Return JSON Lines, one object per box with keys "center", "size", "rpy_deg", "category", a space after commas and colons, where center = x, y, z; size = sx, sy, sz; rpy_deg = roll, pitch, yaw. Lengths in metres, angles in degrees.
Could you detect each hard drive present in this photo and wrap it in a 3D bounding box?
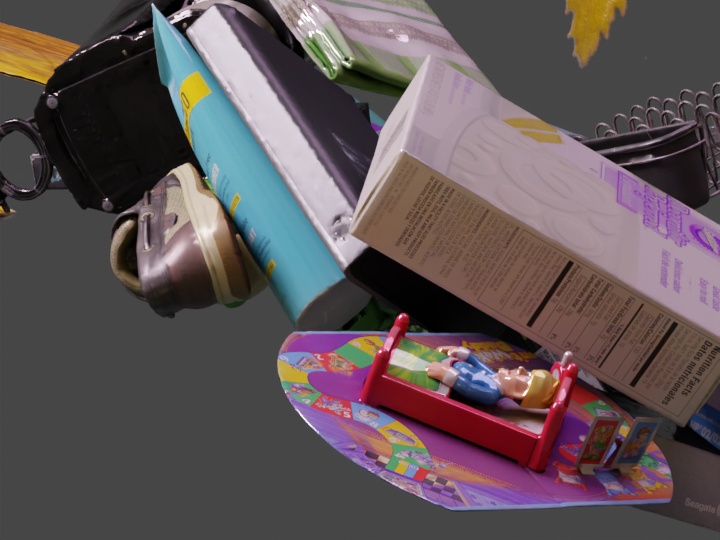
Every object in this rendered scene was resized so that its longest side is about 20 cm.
{"center": [-0.008, -0.051, 1.440], "size": [0.139, 0.033, 0.200], "rpy_deg": [33, 19, -51], "category": "hard drive"}
{"center": [0.098, 0.082, 1.370], "size": [0.199, 0.043, 0.135], "rpy_deg": [18, 6, -12], "category": "hard drive"}

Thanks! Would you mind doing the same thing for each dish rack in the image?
{"center": [0.191, -0.076, 1.525], "size": [0.199, 0.055, 0.153], "rpy_deg": [-27, 13, -38], "category": "dish rack"}

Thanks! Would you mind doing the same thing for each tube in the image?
{"center": [-0.063, -0.055, 1.447], "size": [0.200, 0.050, 0.078], "rpy_deg": [56, -21, 26], "category": "tube"}

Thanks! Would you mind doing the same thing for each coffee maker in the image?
{"center": [-0.126, -0.127, 1.675], "size": [0.191, 0.136, 0.200], "rpy_deg": [1, 21, 11], "category": "coffee maker"}

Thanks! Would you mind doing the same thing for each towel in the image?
{"center": [0.001, -0.170, 1.654], "size": [0.149, 0.031, 0.200], "rpy_deg": [9, 32, -39], "category": "towel"}

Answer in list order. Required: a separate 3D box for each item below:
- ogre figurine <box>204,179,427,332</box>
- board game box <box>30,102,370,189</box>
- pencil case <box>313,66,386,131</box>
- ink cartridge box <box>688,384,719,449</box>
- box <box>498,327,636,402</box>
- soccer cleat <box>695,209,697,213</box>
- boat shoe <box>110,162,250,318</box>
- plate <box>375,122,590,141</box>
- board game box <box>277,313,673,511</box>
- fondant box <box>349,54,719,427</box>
{"center": [0.000, 0.000, 1.558], "size": [0.199, 0.099, 0.120], "rpy_deg": [10, 10, 39], "category": "ogre figurine"}
{"center": [-0.109, -0.087, 1.815], "size": [0.199, 0.028, 0.135], "rpy_deg": [0, 18, 26], "category": "board game box"}
{"center": [0.008, -0.063, 1.939], "size": [0.200, 0.085, 0.092], "rpy_deg": [38, 41, 4], "category": "pencil case"}
{"center": [0.277, 0.038, 1.566], "size": [0.115, 0.201, 0.068], "rpy_deg": [15, 7, -29], "category": "ink cartridge box"}
{"center": [0.120, 0.012, 1.585], "size": [0.201, 0.047, 0.193], "rpy_deg": [58, 22, 17], "category": "box"}
{"center": [0.165, 0.019, 1.523], "size": [0.066, 0.077, 0.200], "rpy_deg": [-4, 24, 17], "category": "soccer cleat"}
{"center": [-0.110, -0.016, 1.472], "size": [0.064, 0.074, 0.200], "rpy_deg": [-16, 8, -10], "category": "boat shoe"}
{"center": [0.050, -0.076, 1.710], "size": [0.199, 0.026, 0.200], "rpy_deg": [-8, -7, -1], "category": "plate"}
{"center": [0.059, 0.054, 1.249], "size": [0.199, 0.039, 0.158], "rpy_deg": [2, 28, -36], "category": "board game box"}
{"center": [0.100, -0.018, 1.362], "size": [0.199, 0.058, 0.144], "rpy_deg": [31, 24, -7], "category": "fondant box"}
